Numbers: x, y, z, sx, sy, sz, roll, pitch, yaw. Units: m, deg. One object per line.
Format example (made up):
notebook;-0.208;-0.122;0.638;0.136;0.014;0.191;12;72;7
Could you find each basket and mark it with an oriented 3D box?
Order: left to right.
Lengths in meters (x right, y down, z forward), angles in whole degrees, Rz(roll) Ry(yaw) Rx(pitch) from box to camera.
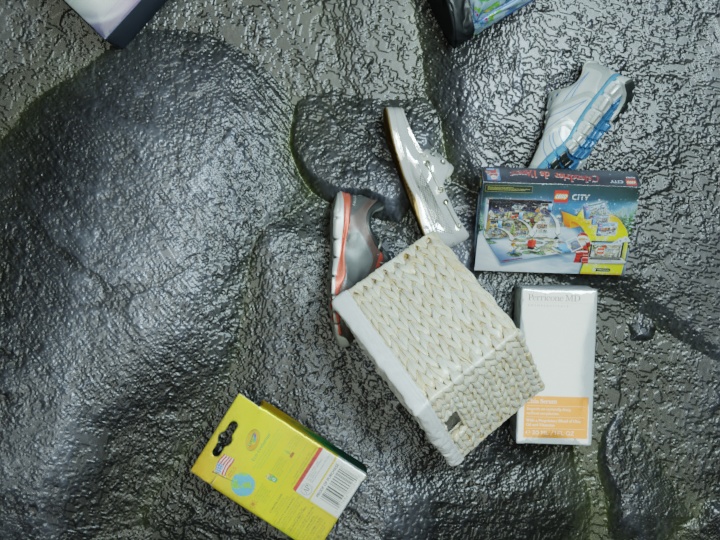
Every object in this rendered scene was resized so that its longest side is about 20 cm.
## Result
basket;0.097;0.095;1.531;0.160;0.198;0.200;-38;58;-4

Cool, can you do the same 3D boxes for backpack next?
backpack;0.178;-0.398;1.564;0.199;0.154;0.164;-22;87;-11

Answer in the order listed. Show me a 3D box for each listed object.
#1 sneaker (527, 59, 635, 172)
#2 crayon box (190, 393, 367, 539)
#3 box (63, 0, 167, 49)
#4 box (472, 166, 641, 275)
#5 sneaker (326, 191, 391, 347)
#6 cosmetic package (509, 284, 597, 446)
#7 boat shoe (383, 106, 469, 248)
sneaker;0.262;-0.183;1.613;0.200;0.075;0.087;-51;59;10
crayon box;-0.106;0.260;1.640;0.199;0.051;0.127;34;93;-3
box;-0.313;-0.421;1.561;0.198;0.123;0.200;43;93;-4
box;0.247;-0.062;1.594;0.198;0.038;0.137;2;126;-1
sneaker;0.000;0.000;1.614;0.081;0.077;0.202;2;94;-7
cosmetic package;0.249;0.121;1.621;0.100;0.071;0.202;1;93;0
boat shoe;0.086;-0.123;1.609;0.069;0.071;0.201;-21;102;0
